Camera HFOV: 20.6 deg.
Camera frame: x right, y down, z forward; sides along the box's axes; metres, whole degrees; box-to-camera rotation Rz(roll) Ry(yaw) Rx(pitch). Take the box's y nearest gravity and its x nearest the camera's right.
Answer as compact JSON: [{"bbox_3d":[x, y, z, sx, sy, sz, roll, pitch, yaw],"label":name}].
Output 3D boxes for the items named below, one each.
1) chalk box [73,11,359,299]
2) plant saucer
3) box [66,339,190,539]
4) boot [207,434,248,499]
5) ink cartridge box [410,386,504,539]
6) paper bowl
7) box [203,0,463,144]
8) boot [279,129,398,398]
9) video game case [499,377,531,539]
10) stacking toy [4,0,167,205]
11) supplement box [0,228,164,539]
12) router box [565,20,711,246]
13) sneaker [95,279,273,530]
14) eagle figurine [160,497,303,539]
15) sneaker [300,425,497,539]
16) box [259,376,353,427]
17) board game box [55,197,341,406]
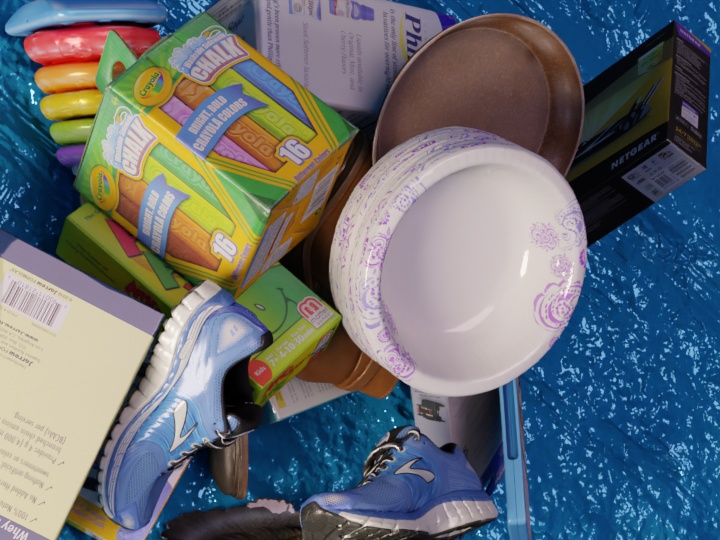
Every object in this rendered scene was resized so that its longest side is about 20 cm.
[{"bbox_3d":[-0.126,-0.097,1.483,0.200,0.125,0.124,37,49,10],"label":"chalk box"},{"bbox_3d":[0.090,-0.115,1.598,0.199,0.034,0.201,-13,119,-25],"label":"plant saucer"},{"bbox_3d":[-0.175,0.105,1.521,0.119,0.041,0.201,30,77,-3],"label":"box"},{"bbox_3d":[-0.147,0.091,1.590,0.096,0.075,0.201,-10,86,-13],"label":"boot"},{"bbox_3d":[0.084,0.116,1.694,0.119,0.042,0.201,-51,138,-52],"label":"ink cartridge box"},{"bbox_3d":[0.069,-0.012,1.541,0.200,0.104,0.202,-9,110,-24],"label":"paper bowl"},{"bbox_3d":[-0.047,-0.151,1.645,0.199,0.184,0.106,9,70,-34],"label":"box"},{"bbox_3d":[0.000,0.000,1.614,0.155,0.077,0.201,26,84,-32],"label":"boot"},{"bbox_3d":[0.128,0.131,1.670,0.018,0.143,0.201,-4,69,6],"label":"video game case"},{"bbox_3d":[-0.211,-0.115,1.582,0.109,0.116,0.201,-4,90,-33],"label":"stacking toy"},{"bbox_3d":[-0.277,0.086,1.402,0.199,0.134,0.201,28,70,-9],"label":"supplement box"},{"bbox_3d":[0.228,-0.112,1.797,0.052,0.200,0.158,33,43,-23],"label":"router box"},{"bbox_3d":[-0.124,0.110,1.431,0.089,0.201,0.079,30,22,7],"label":"sneaker"},{"bbox_3d":[-0.053,0.244,1.584,0.199,0.151,0.152,-27,48,-9],"label":"eagle figurine"},{"bbox_3d":[0.020,0.172,1.529,0.199,0.078,0.090,-1,64,-52],"label":"sneaker"},{"bbox_3d":[-0.019,0.064,1.686,0.199,0.049,0.083,-18,88,-37],"label":"box"},{"bbox_3d":[-0.124,0.010,1.513,0.200,0.048,0.102,40,51,11],"label":"board game box"}]
